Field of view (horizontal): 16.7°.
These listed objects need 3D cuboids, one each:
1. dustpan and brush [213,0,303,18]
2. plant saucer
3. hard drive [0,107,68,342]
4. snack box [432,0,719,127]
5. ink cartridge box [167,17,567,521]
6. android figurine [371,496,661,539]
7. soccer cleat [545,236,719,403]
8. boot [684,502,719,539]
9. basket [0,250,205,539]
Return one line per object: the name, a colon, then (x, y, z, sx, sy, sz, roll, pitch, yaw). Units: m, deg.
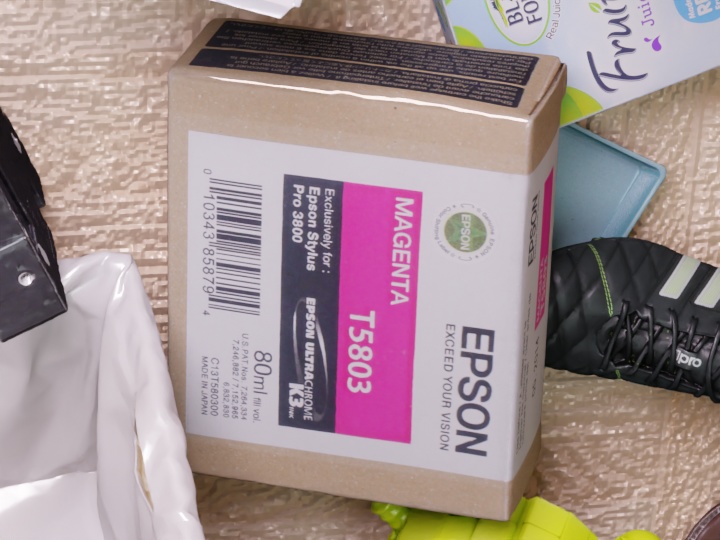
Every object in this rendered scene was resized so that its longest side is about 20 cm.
dustpan and brush: (-0.065, -0.206, 0.967, 0.139, 0.201, 0.057, 15, 144, -2)
plant saucer: (0.067, 0.019, 1.179, 0.070, 0.019, 0.201, 23, 107, -22)
hard drive: (-0.184, -0.083, 1.001, 0.038, 0.140, 0.201, -25, 119, 0)
snack box: (0.126, -0.155, 1.088, 0.199, 0.053, 0.143, -21, 117, -2)
ink cartridge box: (0.000, 0.000, 1.089, 0.164, 0.075, 0.201, 8, 116, 13)
android figurine: (0.087, 0.165, 1.186, 0.200, 0.041, 0.182, 43, 142, -22)
soccer cleat: (0.157, 0.030, 1.156, 0.199, 0.081, 0.068, 7, 116, -25)
boot: (0.206, 0.138, 1.164, 0.064, 0.200, 0.187, 38, 97, 1)
basket: (-0.173, 0.125, 1.052, 0.199, 0.199, 0.161, -9, 143, -11)
